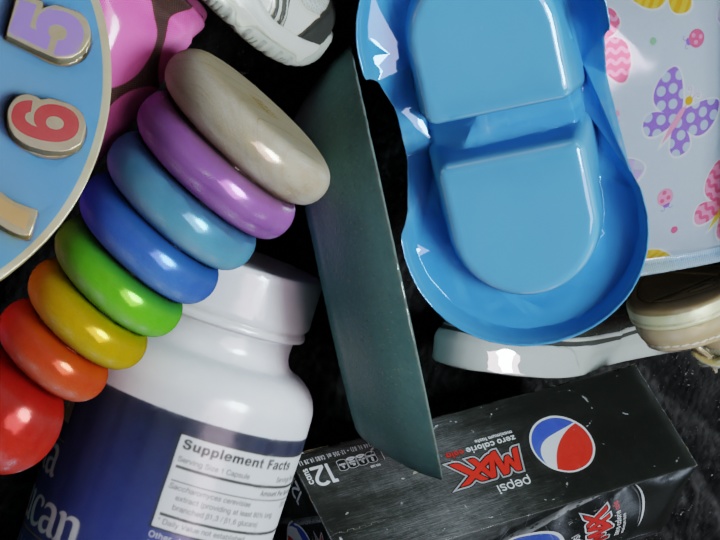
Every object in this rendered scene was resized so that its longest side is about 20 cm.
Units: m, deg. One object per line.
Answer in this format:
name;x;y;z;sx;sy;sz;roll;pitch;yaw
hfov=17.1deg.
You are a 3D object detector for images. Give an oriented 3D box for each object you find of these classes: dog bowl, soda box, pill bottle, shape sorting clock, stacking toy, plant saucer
dog bowl;0.065;-0.067;1.074;0.111;0.050;0.201;-11;107;9
soda box;0.060;0.111;1.169;0.199;0.071;0.063;-13;146;-24
pill bottle;-0.087;0.087;1.083;0.111;0.111;0.201;15;96;-39
shape sorting clock;-0.196;-0.079;0.933;0.199;0.039;0.201;2;79;-8
stacking toy;-0.106;0.006;1.005;0.200;0.085;0.085;-48;129;8
plant saucer;0.000;0.000;1.087;0.036;0.200;0.201;-12;116;0

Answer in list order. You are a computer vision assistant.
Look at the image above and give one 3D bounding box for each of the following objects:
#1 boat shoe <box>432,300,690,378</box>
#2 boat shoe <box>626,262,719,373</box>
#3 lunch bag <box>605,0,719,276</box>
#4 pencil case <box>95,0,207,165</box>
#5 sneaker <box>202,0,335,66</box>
boat shoe;0.111;0.014;1.234;0.199;0.070;0.064;-9;106;-46
boat shoe;0.198;0.021;1.231;0.200;0.072;0.065;-20;108;-58
lunch bag;0.145;-0.091;1.174;0.199;0.127;0.171;-7;110;-25
pencil case;-0.156;-0.061;1.000;0.094;0.091;0.200;45;75;-31
sneaker;-0.057;-0.162;0.998;0.088;0.076;0.200;-47;137;2
